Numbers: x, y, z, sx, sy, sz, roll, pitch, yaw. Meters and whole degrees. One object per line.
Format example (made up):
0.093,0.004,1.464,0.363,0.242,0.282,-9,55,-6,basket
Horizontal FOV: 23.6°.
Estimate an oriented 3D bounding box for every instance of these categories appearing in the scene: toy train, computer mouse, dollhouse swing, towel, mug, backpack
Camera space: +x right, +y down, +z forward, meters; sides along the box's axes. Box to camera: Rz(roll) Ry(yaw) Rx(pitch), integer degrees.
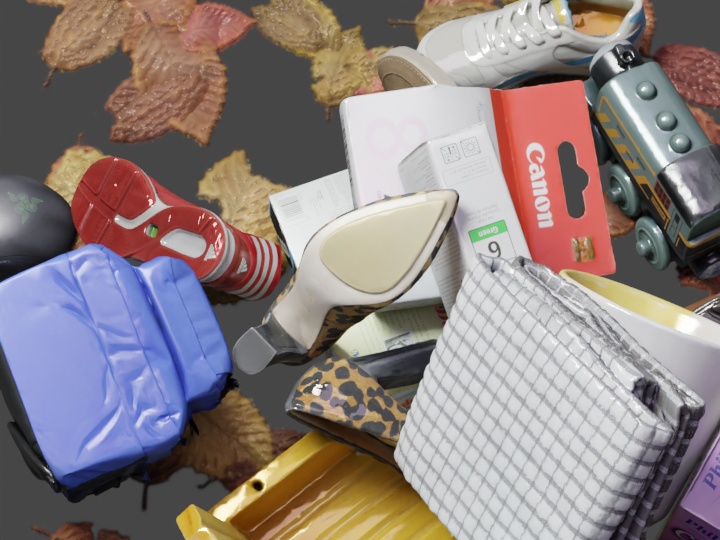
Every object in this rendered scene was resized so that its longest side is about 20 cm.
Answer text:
0.240,-0.091,1.379,0.085,0.114,0.201,-22,67,-12,toy train
-0.326,-0.025,1.369,0.198,0.053,0.140,-15,65,-8,computer mouse
-0.007,0.203,1.200,0.181,0.176,0.200,-36,69,-17,dollhouse swing
0.121,0.106,1.110,0.085,0.167,0.200,7,26,-39,towel
0.181,0.095,1.222,0.148,0.187,0.155,19,99,-5,mug
-0.181,0.079,1.243,0.166,0.200,0.164,-16,81,-13,backpack

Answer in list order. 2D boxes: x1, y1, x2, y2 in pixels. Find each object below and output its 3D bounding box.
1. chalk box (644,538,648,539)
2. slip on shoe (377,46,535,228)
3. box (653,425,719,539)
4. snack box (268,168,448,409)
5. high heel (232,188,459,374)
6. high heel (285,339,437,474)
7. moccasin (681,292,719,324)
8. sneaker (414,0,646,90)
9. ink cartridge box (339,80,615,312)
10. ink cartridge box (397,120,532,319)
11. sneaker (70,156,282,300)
0.202,0.295,1.173,0.200,0.124,0.124,45,69,-8,chalk box
0.064,-0.095,1.402,0.060,0.076,0.201,-28,76,-20,slip on shoe
0.286,0.152,1.217,0.096,0.200,0.177,31,67,13,box
0.013,0.013,1.367,0.115,0.037,0.201,-18,66,-9,snack box
0.000,0.000,1.250,0.199,0.142,0.072,-38,86,13,high heel
0.033,0.151,1.235,0.141,0.071,0.201,-12,67,-34,high heel
0.209,0.076,1.323,0.200,0.078,0.074,-34,84,4,moccasin
0.141,-0.199,1.447,0.198,0.081,0.077,-11,67,-5,sneaker
0.092,-0.064,1.333,0.198,0.057,0.164,-9,83,-2,ink cartridge box
0.089,0.002,1.249,0.050,0.109,0.202,-19,88,-11,ink cartridge box
-0.141,-0.020,1.370,0.199,0.115,0.079,32,92,44,sneaker
